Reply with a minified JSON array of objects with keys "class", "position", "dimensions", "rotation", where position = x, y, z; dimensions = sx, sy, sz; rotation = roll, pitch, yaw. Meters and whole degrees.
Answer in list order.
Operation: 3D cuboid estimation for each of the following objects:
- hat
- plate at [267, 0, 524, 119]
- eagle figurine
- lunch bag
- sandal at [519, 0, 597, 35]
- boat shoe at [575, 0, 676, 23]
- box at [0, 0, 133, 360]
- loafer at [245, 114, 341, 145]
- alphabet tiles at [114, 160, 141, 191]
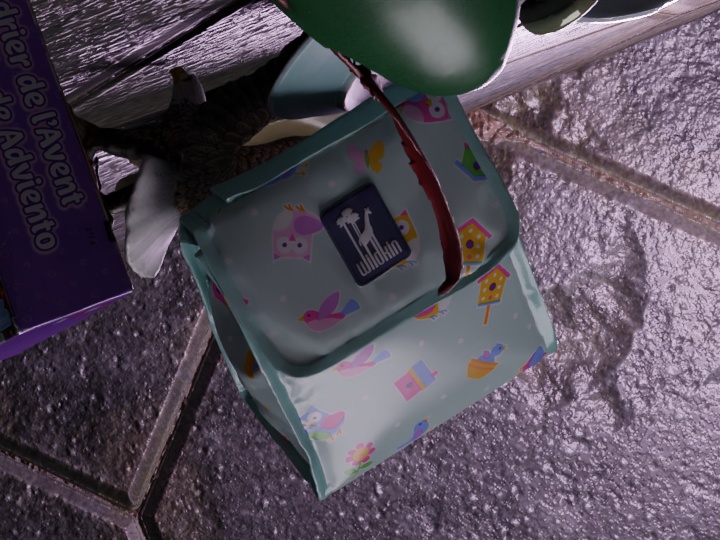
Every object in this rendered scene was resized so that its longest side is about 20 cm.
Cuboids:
[{"class":"hat","position":[0.040,-0.083,1.201],"dimensions":[0.165,0.177,0.200],"rotation":[-22,180,23]},{"class":"plate","position":[0.038,-0.134,1.441],"dimensions":[0.200,0.026,0.200],"rotation":[-35,170,-7]},{"class":"eagle figurine","position":[-0.071,-0.072,1.538],"dimensions":[0.199,0.152,0.152],"rotation":[-11,167,-8]},{"class":"lunch bag","position":[0.000,0.000,1.475],"dimensions":[0.170,0.122,0.200],"rotation":[-31,138,-11]},{"class":"sandal","position":[0.158,-0.180,1.553],"dimensions":[0.201,0.057,0.080],"rotation":[-44,-167,-35]},{"class":"boat shoe","position":[0.194,-0.199,1.703],"dimensions":[0.200,0.071,0.091],"rotation":[-24,176,-13]},{"class":"box","position":[-0.130,-0.040,0.851],"dimensions":[0.039,0.137,0.200],"rotation":[-20,180,-18]},{"class":"loafer","position":[-0.029,-0.113,1.910],"dimensions":[0.199,0.068,0.076],"rotation":[-22,180,-25]},{"class":"alphabet tiles","position":[-0.069,-0.062,1.963],"dimensions":[0.200,0.015,0.195],"rotation":[28,-145,35]}]
